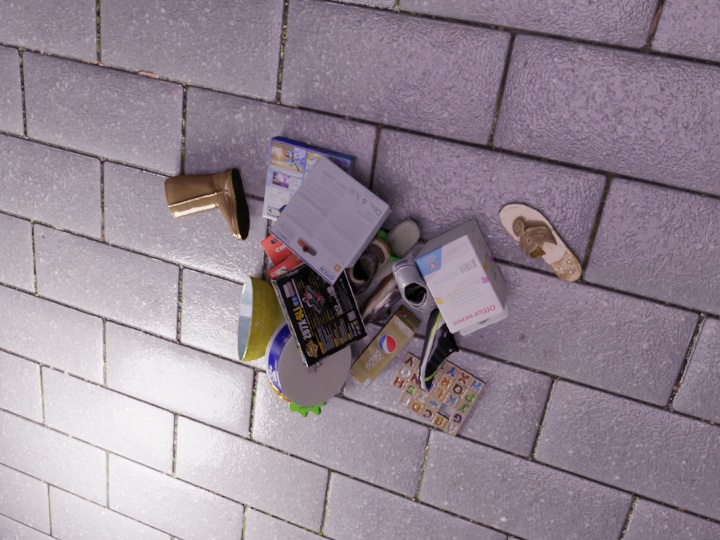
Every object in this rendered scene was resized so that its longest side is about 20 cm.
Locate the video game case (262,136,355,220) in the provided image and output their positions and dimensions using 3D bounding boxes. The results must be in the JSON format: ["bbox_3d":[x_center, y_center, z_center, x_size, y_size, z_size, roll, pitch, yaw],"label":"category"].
[{"bbox_3d":[-0.120,-0.189,1.407,0.194,0.045,0.187,17,114,13],"label":"video game case"}]

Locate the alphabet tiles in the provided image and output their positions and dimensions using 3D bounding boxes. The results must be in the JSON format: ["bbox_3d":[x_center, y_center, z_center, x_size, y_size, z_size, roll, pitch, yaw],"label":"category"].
[{"bbox_3d":[0.177,0.285,1.484,0.196,0.008,0.171,29,115,8],"label":"alphabet tiles"}]

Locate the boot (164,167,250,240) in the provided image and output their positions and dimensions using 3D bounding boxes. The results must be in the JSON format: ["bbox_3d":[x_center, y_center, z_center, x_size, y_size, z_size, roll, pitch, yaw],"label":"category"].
[{"bbox_3d":[-0.371,-0.151,1.502,0.193,0.066,0.182,-7,93,21],"label":"boot"}]

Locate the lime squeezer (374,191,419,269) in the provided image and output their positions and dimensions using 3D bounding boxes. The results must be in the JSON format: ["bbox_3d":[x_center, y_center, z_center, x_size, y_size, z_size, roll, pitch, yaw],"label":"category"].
[{"bbox_3d":[0.062,-0.063,1.323,0.070,0.038,0.203,-29,99,31],"label":"lime squeezer"}]

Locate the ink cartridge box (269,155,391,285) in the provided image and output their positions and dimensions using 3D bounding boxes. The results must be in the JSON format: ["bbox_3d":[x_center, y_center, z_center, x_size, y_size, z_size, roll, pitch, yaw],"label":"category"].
[{"bbox_3d":[-0.064,-0.105,1.301,0.195,0.043,0.202,38,92,19],"label":"ink cartridge box"}]

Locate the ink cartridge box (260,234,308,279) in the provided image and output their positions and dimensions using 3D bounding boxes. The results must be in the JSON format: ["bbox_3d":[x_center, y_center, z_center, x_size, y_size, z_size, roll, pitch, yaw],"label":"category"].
[{"bbox_3d":[-0.161,0.002,1.482,0.107,0.050,0.204,-28,98,24],"label":"ink cartridge box"}]

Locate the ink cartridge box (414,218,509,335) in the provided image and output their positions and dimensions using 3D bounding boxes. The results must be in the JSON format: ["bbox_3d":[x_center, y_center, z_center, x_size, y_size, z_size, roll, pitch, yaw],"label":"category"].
[{"bbox_3d":[0.223,0.022,1.313,0.126,0.125,0.204,-23,100,24],"label":"ink cartridge box"}]

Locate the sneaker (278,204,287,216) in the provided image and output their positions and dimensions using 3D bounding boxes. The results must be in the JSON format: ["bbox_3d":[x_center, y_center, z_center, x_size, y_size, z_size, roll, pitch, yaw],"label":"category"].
[{"bbox_3d":[-0.086,-0.112,1.369,0.195,0.075,0.090,25,98,8],"label":"sneaker"}]

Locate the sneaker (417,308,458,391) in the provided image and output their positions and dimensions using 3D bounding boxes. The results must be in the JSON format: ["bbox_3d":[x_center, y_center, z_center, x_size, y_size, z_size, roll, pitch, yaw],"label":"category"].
[{"bbox_3d":[0.182,0.188,1.409,0.080,0.072,0.207,12,108,12],"label":"sneaker"}]

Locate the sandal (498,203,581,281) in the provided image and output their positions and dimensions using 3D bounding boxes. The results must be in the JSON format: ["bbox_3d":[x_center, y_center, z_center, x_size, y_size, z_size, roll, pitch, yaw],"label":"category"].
[{"bbox_3d":[0.368,-0.054,1.259,0.211,0.070,0.078,43,116,1],"label":"sandal"}]

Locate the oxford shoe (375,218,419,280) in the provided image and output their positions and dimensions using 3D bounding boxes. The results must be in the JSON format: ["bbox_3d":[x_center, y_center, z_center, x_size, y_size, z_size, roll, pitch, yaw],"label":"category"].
[{"bbox_3d":[0.064,-0.044,1.386,0.075,0.058,0.199,45,122,-4],"label":"oxford shoe"}]

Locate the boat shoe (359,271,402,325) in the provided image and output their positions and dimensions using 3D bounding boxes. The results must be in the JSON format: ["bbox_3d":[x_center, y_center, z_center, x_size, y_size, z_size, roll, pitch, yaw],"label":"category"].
[{"bbox_3d":[0.045,0.085,1.427,0.064,0.072,0.201,35,113,-8],"label":"boat shoe"}]

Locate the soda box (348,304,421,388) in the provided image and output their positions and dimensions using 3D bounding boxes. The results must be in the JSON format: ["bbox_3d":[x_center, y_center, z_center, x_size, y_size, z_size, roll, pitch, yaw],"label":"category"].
[{"bbox_3d":[0.056,0.179,1.457,0.064,0.068,0.201,40,116,2],"label":"soda box"}]

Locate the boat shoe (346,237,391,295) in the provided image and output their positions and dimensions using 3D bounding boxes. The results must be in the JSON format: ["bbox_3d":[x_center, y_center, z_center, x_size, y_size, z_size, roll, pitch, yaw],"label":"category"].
[{"bbox_3d":[0.000,0.000,1.350,0.074,0.064,0.201,48,145,12],"label":"boat shoe"}]

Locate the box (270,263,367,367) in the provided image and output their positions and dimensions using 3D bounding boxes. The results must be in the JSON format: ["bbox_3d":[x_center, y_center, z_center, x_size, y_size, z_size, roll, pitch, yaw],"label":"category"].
[{"bbox_3d":[-0.088,0.082,1.352,0.156,0.049,0.206,-25,100,-19],"label":"box"}]

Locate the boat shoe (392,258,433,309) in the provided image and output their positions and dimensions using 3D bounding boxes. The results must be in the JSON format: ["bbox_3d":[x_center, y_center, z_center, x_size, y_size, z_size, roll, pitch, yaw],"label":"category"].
[{"bbox_3d":[0.116,0.049,1.329,0.072,0.200,0.067,-25,58,13],"label":"boat shoe"}]

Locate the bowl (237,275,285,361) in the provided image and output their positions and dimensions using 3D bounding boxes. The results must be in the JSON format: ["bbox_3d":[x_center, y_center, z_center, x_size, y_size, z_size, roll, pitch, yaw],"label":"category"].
[{"bbox_3d":[-0.231,0.121,1.496,0.104,0.201,0.206,7,115,-19],"label":"bowl"}]

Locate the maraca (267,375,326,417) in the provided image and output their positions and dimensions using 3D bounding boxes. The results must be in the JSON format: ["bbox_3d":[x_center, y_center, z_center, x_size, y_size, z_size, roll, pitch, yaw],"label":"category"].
[{"bbox_3d":[-0.161,0.282,1.548,0.134,0.107,0.205,-14,112,29],"label":"maraca"}]

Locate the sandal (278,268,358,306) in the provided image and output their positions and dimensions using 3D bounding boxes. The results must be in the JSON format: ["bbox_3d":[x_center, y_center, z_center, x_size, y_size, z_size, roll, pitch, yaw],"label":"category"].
[{"bbox_3d":[-0.090,0.031,1.427,0.208,0.071,0.077,31,145,-16],"label":"sandal"}]

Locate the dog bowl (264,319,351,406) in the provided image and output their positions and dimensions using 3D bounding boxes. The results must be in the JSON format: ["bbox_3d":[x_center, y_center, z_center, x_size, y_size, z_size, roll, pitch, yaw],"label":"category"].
[{"bbox_3d":[-0.120,0.207,1.443,0.078,0.195,0.207,21,122,57],"label":"dog bowl"}]
